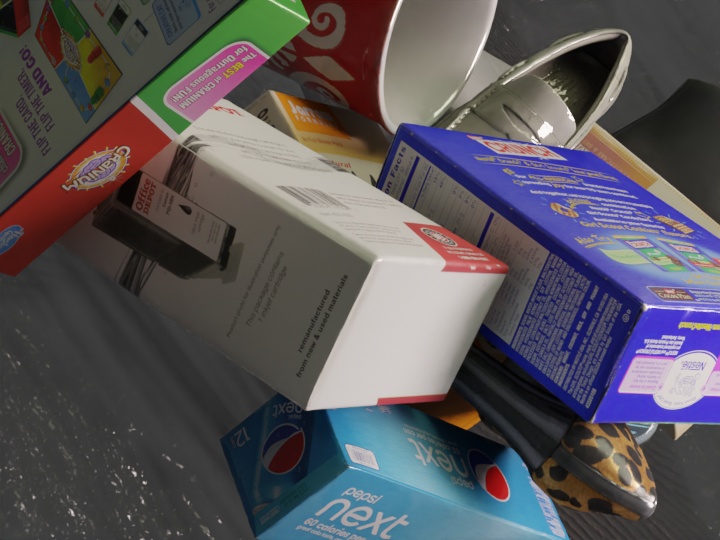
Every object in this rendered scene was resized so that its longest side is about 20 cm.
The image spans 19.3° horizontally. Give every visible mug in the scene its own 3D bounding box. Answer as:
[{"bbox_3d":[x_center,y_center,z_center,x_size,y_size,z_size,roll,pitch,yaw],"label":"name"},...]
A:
[{"bbox_3d":[-0.036,-0.192,1.260,0.200,0.178,0.133,25,56,25],"label":"mug"}]

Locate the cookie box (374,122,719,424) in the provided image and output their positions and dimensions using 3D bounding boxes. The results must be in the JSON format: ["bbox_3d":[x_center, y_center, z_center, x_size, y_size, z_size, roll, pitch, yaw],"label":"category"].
[{"bbox_3d":[0.125,0.002,1.154,0.171,0.075,0.200,4,27,-44],"label":"cookie box"}]

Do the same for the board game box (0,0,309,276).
[{"bbox_3d":[-0.130,-0.116,1.001,0.040,0.200,0.153,23,36,-49],"label":"board game box"}]

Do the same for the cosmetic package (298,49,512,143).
[{"bbox_3d":[0.051,-0.110,1.484,0.200,0.090,0.107,21,38,-46],"label":"cosmetic package"}]

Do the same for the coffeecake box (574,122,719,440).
[{"bbox_3d":[0.173,0.003,1.402,0.153,0.073,0.200,43,-12,27],"label":"coffeecake box"}]

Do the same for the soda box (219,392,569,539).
[{"bbox_3d":[0.023,0.118,1.110,0.200,0.068,0.064,26,33,-46],"label":"soda box"}]

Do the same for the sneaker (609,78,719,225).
[{"bbox_3d":[0.253,-0.043,1.410,0.200,0.106,0.075,45,-11,20],"label":"sneaker"}]

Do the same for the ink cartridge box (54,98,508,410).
[{"bbox_3d":[-0.050,-0.015,1.058,0.200,0.083,0.147,32,14,27],"label":"ink cartridge box"}]

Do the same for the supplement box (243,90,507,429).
[{"bbox_3d":[0.000,0.000,1.236,0.126,0.073,0.200,6,50,-61],"label":"supplement box"}]

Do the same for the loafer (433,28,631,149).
[{"bbox_3d":[0.094,-0.089,1.273,0.070,0.070,0.200,44,53,5],"label":"loafer"}]

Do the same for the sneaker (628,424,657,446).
[{"bbox_3d":[0.122,0.047,1.348,0.200,0.095,0.079,39,64,-15],"label":"sneaker"}]

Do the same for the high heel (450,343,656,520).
[{"bbox_3d":[0.128,0.090,1.156,0.142,0.072,0.200,39,14,25],"label":"high heel"}]
